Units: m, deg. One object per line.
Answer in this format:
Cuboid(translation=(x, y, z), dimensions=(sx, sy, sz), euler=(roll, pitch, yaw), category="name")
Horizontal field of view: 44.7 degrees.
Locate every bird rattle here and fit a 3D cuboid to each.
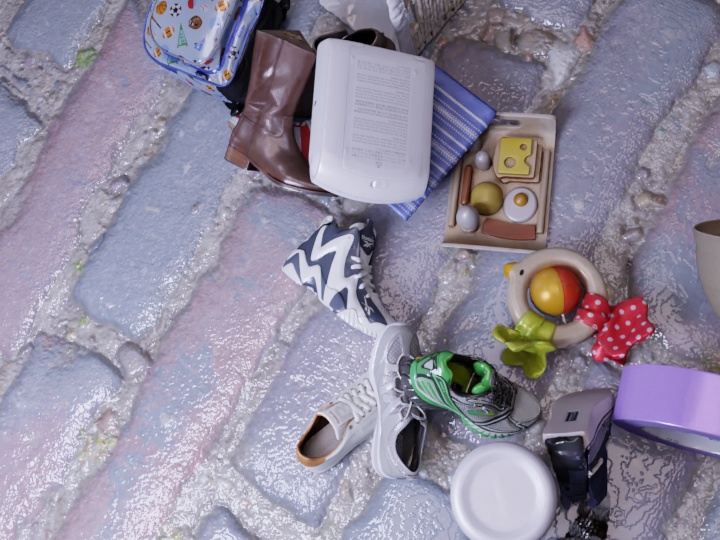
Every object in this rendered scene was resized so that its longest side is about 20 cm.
Cuboid(translation=(0.260, 0.047, 1.105), dimensions=(0.197, 0.113, 0.165), euler=(-15, 73, 7), category="bird rattle")

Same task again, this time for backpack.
Cuboid(translation=(-0.235, -0.362, 1.320), dimensions=(0.189, 0.154, 0.202), euler=(20, 82, 28), category="backpack")

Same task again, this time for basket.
Cuboid(translation=(0.037, -0.437, 1.249), dimensions=(0.161, 0.198, 0.200), euler=(-45, 70, -5), category="basket")

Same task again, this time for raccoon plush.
Cuboid(translation=(0.233, 0.341, 1.016), dimensions=(0.096, 0.134, 0.203), euler=(9, 77, 16), category="raccoon plush")

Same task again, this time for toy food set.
Cuboid(translation=(0.189, -0.121, 1.196), dimensions=(0.142, 0.060, 0.203), euler=(5, 76, 14), category="toy food set")

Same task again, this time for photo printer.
Cuboid(translation=(0.016, -0.189, 1.149), dimensions=(0.164, 0.069, 0.203), euler=(7, 78, -18), category="photo printer")

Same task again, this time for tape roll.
Cuboid(translation=(0.393, 0.166, 0.995), dimensions=(0.198, 0.200, 0.066), euler=(13, 77, 16), category="tape roll")

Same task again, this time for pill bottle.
Cuboid(translation=(0.170, 0.265, 1.017), dimensions=(0.114, 0.200, 0.117), euler=(-3, 73, 12), category="pill bottle")

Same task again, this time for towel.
Cuboid(translation=(0.076, -0.186, 1.214), dimensions=(0.144, 0.024, 0.200), euler=(40, 86, 17), category="towel")

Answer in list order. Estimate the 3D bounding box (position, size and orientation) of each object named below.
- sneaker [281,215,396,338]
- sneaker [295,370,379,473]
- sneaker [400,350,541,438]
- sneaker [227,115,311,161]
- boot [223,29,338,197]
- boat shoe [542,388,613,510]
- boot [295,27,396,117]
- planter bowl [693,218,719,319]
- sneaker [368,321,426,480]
Cuboid(translation=(0.000, 0.000, 1.194), dimensions=(0.198, 0.079, 0.130), euler=(36, 93, 29), category="sneaker")
Cuboid(translation=(-0.004, 0.185, 1.141), dimensions=(0.073, 0.085, 0.200), euler=(42, 84, 21), category="sneaker")
Cuboid(translation=(0.150, 0.153, 1.076), dimensions=(0.085, 0.198, 0.079), euler=(-28, 49, 51), category="sneaker")
Cuboid(translation=(-0.090, -0.203, 1.277), dimensions=(0.199, 0.071, 0.113), euler=(31, 87, 11), category="sneaker")
Cuboid(translation=(-0.085, -0.217, 1.193), dimensions=(0.185, 0.064, 0.202), euler=(23, 102, 11), category="boot")
Cuboid(translation=(0.263, 0.208, 1.036), dimensions=(0.074, 0.199, 0.094), euler=(-10, 96, 28), category="boat shoe")
Cuboid(translation=(-0.044, -0.288, 1.250), dimensions=(0.198, 0.146, 0.071), euler=(-18, 76, 8), category="boot")
Cuboid(translation=(0.495, 0.017, 1.034), dimensions=(0.197, 0.200, 0.137), euler=(2, 102, 13), category="planter bowl")
Cuboid(translation=(0.060, 0.166, 1.104), dimensions=(0.074, 0.082, 0.203), euler=(-3, 93, -29), category="sneaker")
